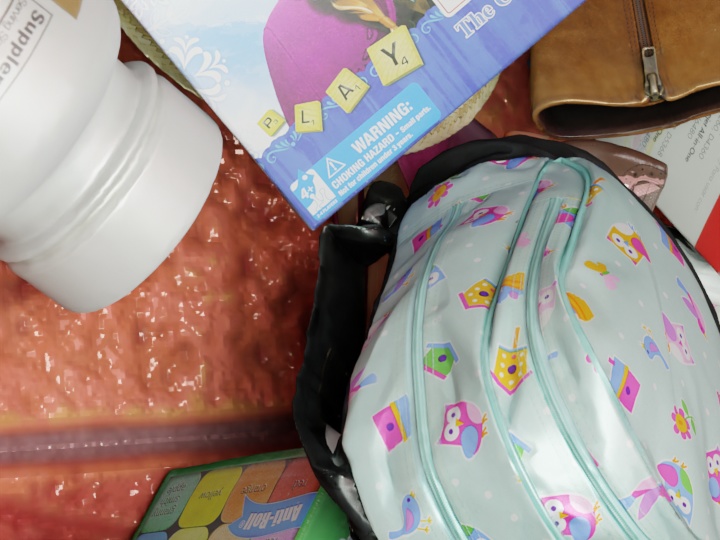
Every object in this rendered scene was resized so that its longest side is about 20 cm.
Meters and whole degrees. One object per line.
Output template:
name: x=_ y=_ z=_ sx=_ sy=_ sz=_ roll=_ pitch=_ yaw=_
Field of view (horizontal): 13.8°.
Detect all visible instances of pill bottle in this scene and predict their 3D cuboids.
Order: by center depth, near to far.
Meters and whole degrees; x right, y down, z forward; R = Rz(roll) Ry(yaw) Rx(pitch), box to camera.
pill bottle: x=-0.150 y=-0.076 z=1.050 sx=0.200 sy=0.114 sz=0.114 roll=39 pitch=62 yaw=-26

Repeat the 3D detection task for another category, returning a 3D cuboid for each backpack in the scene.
backpack: x=0.062 y=0.046 z=1.040 sx=0.167 sy=0.127 sz=0.200 roll=50 pitch=25 yaw=-12

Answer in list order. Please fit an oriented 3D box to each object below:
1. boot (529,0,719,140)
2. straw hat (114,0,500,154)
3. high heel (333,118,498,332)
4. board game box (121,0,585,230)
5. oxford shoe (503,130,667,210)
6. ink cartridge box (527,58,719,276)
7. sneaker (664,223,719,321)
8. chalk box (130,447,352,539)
boot: x=0.147 y=-0.153 z=1.209 sx=0.069 sy=0.188 sz=0.200 roll=77 pitch=3 yaw=-49
straw hat: x=-0.006 y=-0.145 z=1.152 sx=0.201 sy=0.085 sz=0.201 roll=15 pitch=56 yaw=-24
high heel: x=0.000 y=0.000 z=1.178 sx=0.096 sy=0.067 sz=0.200 roll=38 pitch=47 yaw=-37
board game box: x=-0.005 y=-0.153 z=1.076 sx=0.200 sy=0.041 sz=0.200 roll=-41 pitch=111 yaw=0
oxford shoe: x=0.086 y=0.039 z=1.184 sx=0.071 sy=0.073 sz=0.200 roll=-81 pitch=173 yaw=-54
ink cartridge box: x=0.173 y=-0.054 z=1.241 sx=0.116 sy=0.200 sz=0.067 roll=3 pitch=124 yaw=-36
sneaker: x=0.137 y=0.027 z=1.256 sx=0.200 sy=0.080 sz=0.086 roll=21 pitch=102 yaw=-4
chalk box: x=-0.027 y=0.146 z=1.100 sx=0.200 sy=0.124 sz=0.124 roll=41 pitch=61 yaw=-26
